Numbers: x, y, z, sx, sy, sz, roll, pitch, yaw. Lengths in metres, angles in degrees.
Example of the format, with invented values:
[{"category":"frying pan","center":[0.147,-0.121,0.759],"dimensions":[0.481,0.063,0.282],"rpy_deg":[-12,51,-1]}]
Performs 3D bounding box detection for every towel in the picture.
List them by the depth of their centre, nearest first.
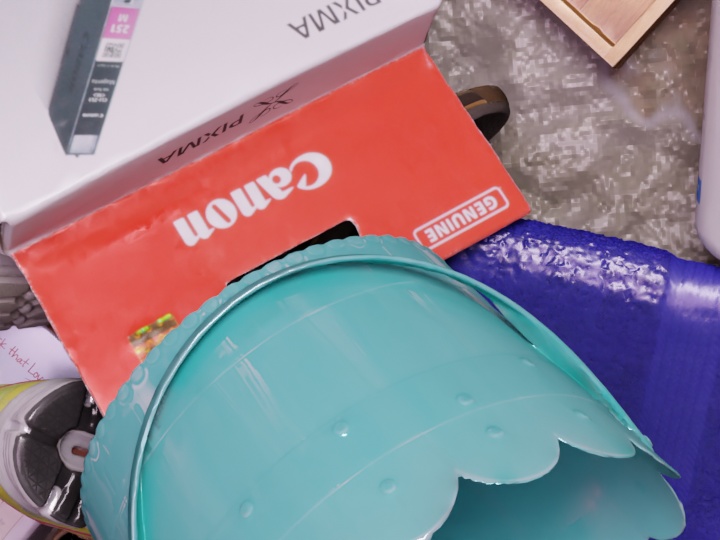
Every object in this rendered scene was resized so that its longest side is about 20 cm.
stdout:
[{"category":"towel","center":[0.120,0.052,0.880],"dimensions":[0.199,0.050,0.148],"rpy_deg":[12,120,9]}]

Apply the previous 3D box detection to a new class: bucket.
[{"category":"bucket","center":[0.002,0.094,0.778],"dimensions":[0.207,0.207,0.135],"rpy_deg":[-48,57,11]}]

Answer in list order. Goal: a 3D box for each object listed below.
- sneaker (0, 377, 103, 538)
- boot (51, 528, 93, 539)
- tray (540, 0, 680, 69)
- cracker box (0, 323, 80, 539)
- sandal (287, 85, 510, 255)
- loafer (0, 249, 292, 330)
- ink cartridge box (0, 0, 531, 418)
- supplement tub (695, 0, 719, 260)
[{"category":"sneaker","center":[-0.093,0.084,0.892],"dimensions":[0.090,0.200,0.078],"rpy_deg":[5,73,42]},{"category":"boot","center":[-0.060,0.178,0.931],"dimensions":[0.200,0.075,0.074],"rpy_deg":[37,98,6]},{"category":"tray","center":[0.141,-0.193,0.883],"dimensions":[0.099,0.037,0.200],"rpy_deg":[43,102,6]},{"category":"cracker box","center":[-0.205,0.088,0.963],"dimensions":[0.134,0.058,0.200],"rpy_deg":[42,101,5]},{"category":"sandal","center":[0.000,0.000,0.901],"dimensions":[0.055,0.082,0.200],"rpy_deg":[46,103,11]},{"category":"loafer","center":[-0.125,-0.018,0.903],"dimensions":[0.199,0.070,0.070],"rpy_deg":[-7,71,-25]},{"category":"ink cartridge box","center":[-0.054,-0.058,0.807],"dimensions":[0.200,0.044,0.174],"rpy_deg":[-28,75,-18]},{"category":"supplement tub","center":[0.202,-0.100,0.811],"dimensions":[0.131,0.132,0.201],"rpy_deg":[6,107,11]}]
